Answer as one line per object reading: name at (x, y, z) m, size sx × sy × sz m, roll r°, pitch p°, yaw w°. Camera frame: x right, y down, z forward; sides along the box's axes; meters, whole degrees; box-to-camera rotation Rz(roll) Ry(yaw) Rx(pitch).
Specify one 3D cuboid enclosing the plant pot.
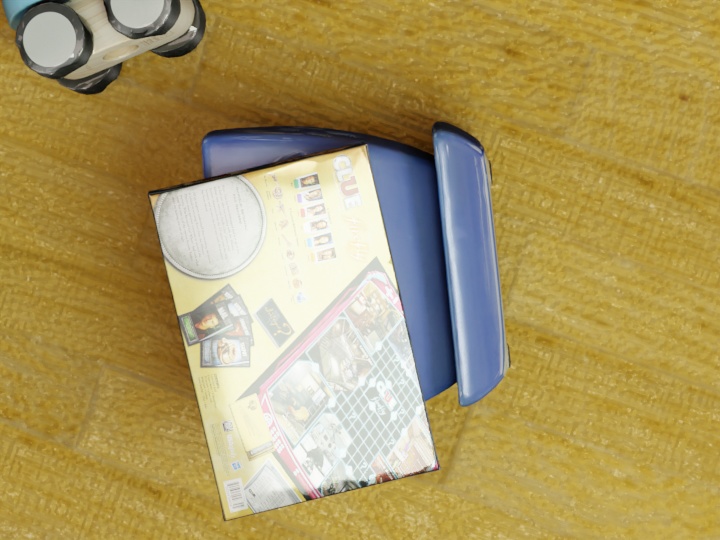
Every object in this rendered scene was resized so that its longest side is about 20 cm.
plant pot at (0.000, 0.000, 1.675) m, size 0.179 × 0.200 × 0.201 m, roll -7°, pitch 94°, yaw 2°

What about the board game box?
board game box at (-0.039, 0.036, 1.563) m, size 0.135 × 0.035 × 0.201 m, roll -13°, pitch 96°, yaw -3°

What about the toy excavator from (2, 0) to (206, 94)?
toy excavator at (-0.159, -0.241, 1.729) m, size 0.194 × 0.100 × 0.201 m, roll -22°, pitch 83°, yaw 9°
